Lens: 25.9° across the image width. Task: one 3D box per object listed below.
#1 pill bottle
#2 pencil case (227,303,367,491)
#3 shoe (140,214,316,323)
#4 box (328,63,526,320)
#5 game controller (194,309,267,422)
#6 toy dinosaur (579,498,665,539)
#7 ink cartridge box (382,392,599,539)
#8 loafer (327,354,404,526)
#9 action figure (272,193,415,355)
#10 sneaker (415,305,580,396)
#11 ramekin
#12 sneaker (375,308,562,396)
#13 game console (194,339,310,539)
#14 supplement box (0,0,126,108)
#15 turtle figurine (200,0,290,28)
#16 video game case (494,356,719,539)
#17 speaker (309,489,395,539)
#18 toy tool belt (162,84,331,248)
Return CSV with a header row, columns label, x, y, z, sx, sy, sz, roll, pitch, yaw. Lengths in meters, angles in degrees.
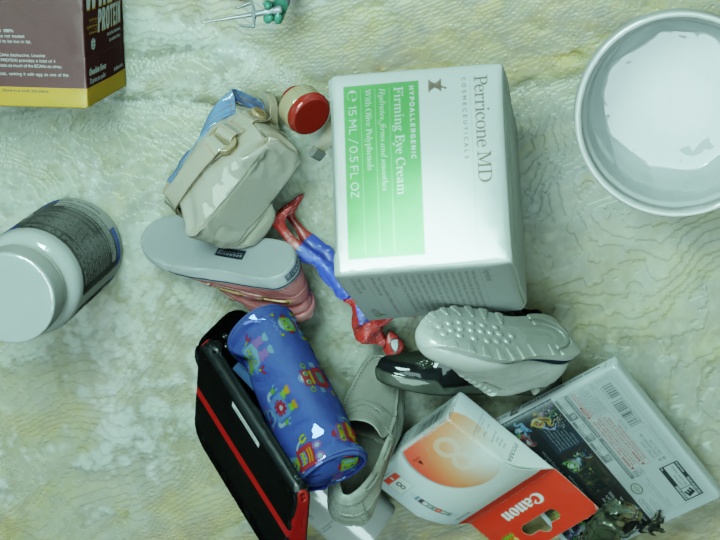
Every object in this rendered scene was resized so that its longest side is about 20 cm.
label,x,y,z,sx,sy,sz,roll,pitch,yaw
pill bottle,-0.331,0.000,1.638,0.113,0.200,0.114,2,106,9
pencil case,-0.067,0.133,1.584,0.087,0.078,0.201,-49,56,32
shoe,-0.141,0.004,1.675,0.199,0.072,0.091,13,146,29
box,0.068,-0.071,1.519,0.170,0.200,0.200,-4,76,8
game controller,-0.089,0.132,1.672,0.200,0.104,0.042,47,138,-3
toy dinosaur,0.269,0.285,1.662,0.088,0.048,0.200,8,144,-14
ink cartridge box,0.128,0.237,1.670,0.200,0.050,0.162,41,136,-6
loafer,0.007,0.169,1.641,0.070,0.201,0.070,6,145,6
action figure,0.000,0.000,1.653,0.099,0.065,0.200,-31,99,25
sneaker,0.128,0.088,1.545,0.199,0.077,0.081,10,130,-37
ramekin,0.310,-0.160,1.537,0.199,0.105,0.201,2,106,8
sneaker,0.113,0.073,1.646,0.198,0.076,0.115,-2,101,-1
game console,-0.109,0.187,1.580,0.200,0.031,0.177,54,152,27
supplement box,-0.354,-0.278,1.597,0.196,0.133,0.201,2,107,9
turtle figurine,-0.089,-0.334,1.557,0.199,0.101,0.150,-25,116,0
video game case,0.250,0.203,1.658,0.181,0.023,0.200,-31,111,27
speaker,-0.058,0.224,1.721,0.200,0.081,0.081,43,108,-4
toy tool belt,-0.125,-0.129,1.611,0.200,0.125,0.123,-52,49,14
